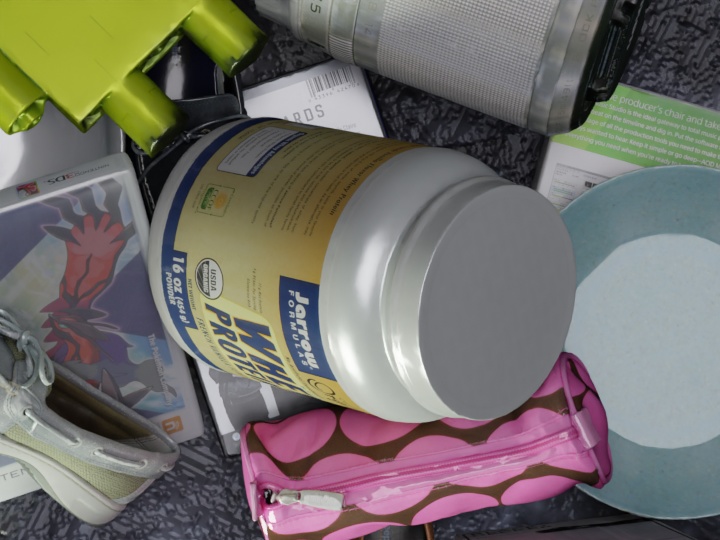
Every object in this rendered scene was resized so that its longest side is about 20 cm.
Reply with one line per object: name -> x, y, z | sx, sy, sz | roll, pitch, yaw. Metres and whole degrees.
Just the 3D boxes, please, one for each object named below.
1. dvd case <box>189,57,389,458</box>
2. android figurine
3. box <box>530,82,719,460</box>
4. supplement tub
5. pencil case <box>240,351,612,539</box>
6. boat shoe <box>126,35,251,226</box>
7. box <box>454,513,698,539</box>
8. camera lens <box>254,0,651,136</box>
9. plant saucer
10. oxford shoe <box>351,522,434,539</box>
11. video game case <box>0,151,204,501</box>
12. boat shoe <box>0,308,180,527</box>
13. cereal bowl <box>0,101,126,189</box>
dvd case -> -0.040, -0.010, 1.448 | 0.150, 0.025, 0.200 | -19, 90, -4
android figurine -> -0.150, -0.161, 1.332 | 0.182, 0.041, 0.200 | -44, 86, -7
box -> 0.162, -0.003, 1.458 | 0.144, 0.036, 0.200 | 16, 90, -4
supplement tub -> 0.000, 0.000, 1.323 | 0.144, 0.200, 0.145 | -13, 109, -44
pencil case -> 0.036, 0.102, 1.356 | 0.200, 0.094, 0.091 | -15, 81, 5
boat shoe -> -0.098, -0.083, 1.402 | 0.075, 0.062, 0.200 | -3, 91, -5
box -> 0.118, 0.176, 1.372 | 0.117, 0.200, 0.060 | -7, 89, -2
camera lens -> 0.060, -0.175, 1.377 | 0.200, 0.160, 0.160 | 21, 88, 8
plant saucer -> 0.178, 0.040, 1.422 | 0.201, 0.039, 0.201 | 0, 91, -4
oxford shoe -> 0.016, 0.211, 1.422 | 0.071, 0.071, 0.200 | -5, 86, -6
video game case -> -0.192, 0.043, 1.374 | 0.182, 0.023, 0.200 | -18, 129, -8
boat shoe -> -0.171, 0.067, 1.340 | 0.065, 0.074, 0.202 | -34, 135, 6
cereal bowl -> -0.231, -0.072, 1.399 | 0.200, 0.083, 0.200 | -1, 96, -7
